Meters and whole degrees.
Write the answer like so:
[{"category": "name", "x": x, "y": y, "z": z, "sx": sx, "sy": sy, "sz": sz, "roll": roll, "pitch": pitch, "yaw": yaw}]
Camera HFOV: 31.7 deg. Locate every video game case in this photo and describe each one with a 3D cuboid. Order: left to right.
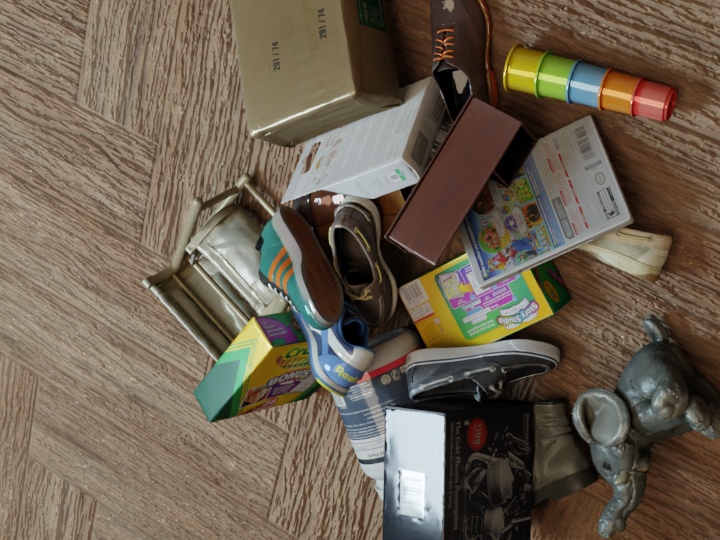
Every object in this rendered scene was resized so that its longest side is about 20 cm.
[{"category": "video game case", "x": 0.210, "y": -0.081, "z": 1.513, "sx": 0.199, "sy": 0.018, "sz": 0.144, "roll": -25, "pitch": 67, "yaw": 18}]

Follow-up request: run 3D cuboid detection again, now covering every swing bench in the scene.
[{"category": "swing bench", "x": -0.174, "y": 0.011, "z": 1.799, "sx": 0.199, "sy": 0.129, "sz": 0.200, "roll": 47, "pitch": 130, "yaw": 10}]

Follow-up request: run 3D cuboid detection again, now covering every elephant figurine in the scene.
[{"category": "elephant figurine", "x": 0.324, "y": 0.190, "z": 1.525, "sx": 0.141, "sy": 0.156, "sz": 0.200, "roll": 42, "pitch": 117, "yaw": -13}]

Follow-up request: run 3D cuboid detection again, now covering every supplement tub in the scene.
[{"category": "supplement tub", "x": 0.046, "y": 0.192, "z": 1.707, "sx": 0.139, "sy": 0.140, "sz": 0.202, "roll": -19, "pitch": 96, "yaw": 36}]

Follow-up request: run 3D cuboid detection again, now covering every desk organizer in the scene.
[{"category": "desk organizer", "x": 0.121, "y": -0.099, "z": 1.511, "sx": 0.077, "sy": 0.072, "sz": 0.201, "roll": 32, "pitch": 91, "yaw": 28}]

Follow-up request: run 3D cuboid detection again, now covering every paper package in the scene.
[{"category": "paper package", "x": -0.058, "y": -0.281, "z": 1.604, "sx": 0.189, "sy": 0.103, "sz": 0.202, "roll": -16, "pitch": 79, "yaw": 35}]

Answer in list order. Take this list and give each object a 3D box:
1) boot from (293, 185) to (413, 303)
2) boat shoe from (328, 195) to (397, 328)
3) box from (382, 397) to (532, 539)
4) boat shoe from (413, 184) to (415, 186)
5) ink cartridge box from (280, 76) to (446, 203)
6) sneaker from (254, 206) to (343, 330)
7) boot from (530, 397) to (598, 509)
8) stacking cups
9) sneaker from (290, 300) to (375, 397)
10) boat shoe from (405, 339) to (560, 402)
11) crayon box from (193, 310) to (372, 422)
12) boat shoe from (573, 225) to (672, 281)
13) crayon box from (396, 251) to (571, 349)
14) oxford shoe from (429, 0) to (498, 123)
[{"category": "boot", "x": 0.024, "y": -0.041, "z": 1.659, "sx": 0.199, "sy": 0.068, "sz": 0.190, "roll": -3, "pitch": 113, "yaw": 42}, {"category": "boat shoe", "x": 0.000, "y": 0.000, "z": 1.621, "sx": 0.071, "sy": 0.060, "sz": 0.201, "roll": 11, "pitch": 133, "yaw": 24}, {"category": "box", "x": 0.125, "y": 0.268, "z": 1.598, "sx": 0.103, "sy": 0.181, "sz": 0.202, "roll": 1, "pitch": 91, "yaw": 43}, {"category": "boat shoe", "x": 0.113, "y": -0.090, "z": 1.625, "sx": 0.198, "sy": 0.073, "sz": 0.063, "roll": 7, "pitch": 137, "yaw": 31}, {"category": "ink cartridge box", "x": 0.007, "y": -0.152, "z": 1.603, "sx": 0.199, "sy": 0.162, "sz": 0.050, "roll": -19, "pitch": 126, "yaw": 37}, {"category": "sneaker", "x": -0.082, "y": 0.012, "z": 1.625, "sx": 0.080, "sy": 0.071, "sz": 0.201, "roll": -48, "pitch": 43, "yaw": 26}, {"category": "boot", "x": 0.214, "y": 0.250, "z": 1.678, "sx": 0.199, "sy": 0.067, "sz": 0.132, "roll": -32, "pitch": 77, "yaw": 34}, {"category": "stacking cups", "x": 0.266, "y": -0.216, "z": 1.474, "sx": 0.198, "sy": 0.060, "sz": 0.061, "roll": 18, "pitch": 115, "yaw": 27}, {"category": "sneaker", "x": -0.032, "y": 0.066, "z": 1.641, "sx": 0.082, "sy": 0.074, "sz": 0.201, "roll": -44, "pitch": 48, "yaw": 25}, {"category": "boat shoe", "x": 0.157, "y": 0.134, "z": 1.612, "sx": 0.198, "sy": 0.068, "sz": 0.072, "roll": -3, "pitch": 150, "yaw": 1}, {"category": "crayon box", "x": -0.106, "y": 0.123, "z": 1.742, "sx": 0.173, "sy": 0.199, "sz": 0.059, "roll": -48, "pitch": 65, "yaw": 35}, {"category": "boat shoe", "x": 0.276, "y": -0.054, "z": 1.521, "sx": 0.199, "sy": 0.072, "sz": 0.066, "roll": 26, "pitch": 107, "yaw": 23}, {"category": "crayon box", "x": 0.156, "y": 0.031, "z": 1.631, "sx": 0.199, "sy": 0.058, "sz": 0.120, "roll": -28, "pitch": 90, "yaw": 36}, {"category": "oxford shoe", "x": 0.118, "y": -0.275, "z": 1.542, "sx": 0.071, "sy": 0.072, "sz": 0.202, "roll": -10, "pitch": 100, "yaw": 35}]
